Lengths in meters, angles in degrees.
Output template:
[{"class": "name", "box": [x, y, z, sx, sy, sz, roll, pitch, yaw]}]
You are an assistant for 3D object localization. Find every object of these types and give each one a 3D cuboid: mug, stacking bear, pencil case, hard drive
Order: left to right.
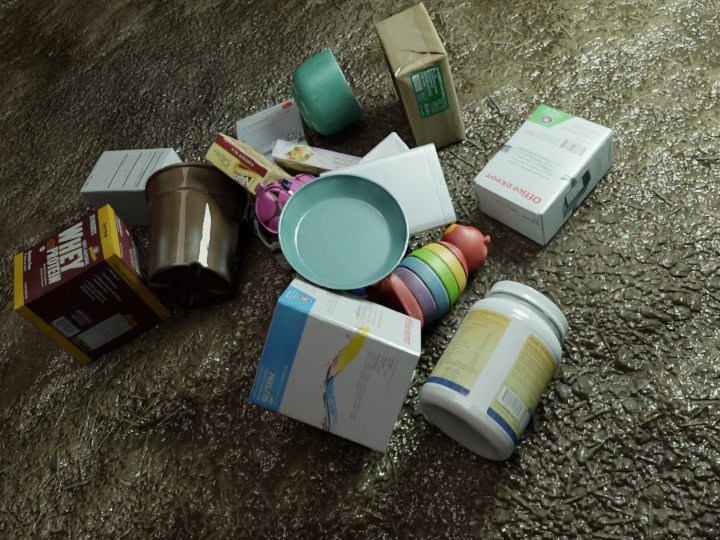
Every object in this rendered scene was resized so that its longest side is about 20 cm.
[{"class": "pencil case", "box": [-0.122, -0.127, 1.147, 0.093, 0.200, 0.092, 38, 106, 2]}, {"class": "mug", "box": [-0.072, -0.358, 1.337, 0.112, 0.185, 0.155, -29, 72, 6]}, {"class": "hard drive", "box": [0.043, -0.115, 1.026, 0.194, 0.027, 0.136, -16, 82, -7]}, {"class": "stacking bear", "box": [0.121, 0.002, 1.010, 0.198, 0.121, 0.115, -38, 91, -20]}]

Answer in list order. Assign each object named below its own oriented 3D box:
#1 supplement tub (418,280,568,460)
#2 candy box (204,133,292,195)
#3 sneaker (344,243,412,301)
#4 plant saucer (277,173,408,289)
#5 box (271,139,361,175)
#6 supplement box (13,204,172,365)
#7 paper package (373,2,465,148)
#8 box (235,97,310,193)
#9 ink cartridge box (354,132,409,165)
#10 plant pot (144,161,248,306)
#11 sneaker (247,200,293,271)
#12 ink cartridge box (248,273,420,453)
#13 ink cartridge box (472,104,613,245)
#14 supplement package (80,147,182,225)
[{"class": "supplement tub", "box": [0.183, 0.132, 0.863, 0.142, 0.146, 0.202, 23, 66, 34]}, {"class": "candy box", "box": [-0.202, -0.191, 1.202, 0.114, 0.200, 0.056, 37, 98, 4]}, {"class": "sneaker", "box": [-0.001, 0.000, 1.053, 0.198, 0.116, 0.081, -39, 52, -8]}, {"class": "plant saucer", "box": [-0.025, -0.054, 0.953, 0.193, 0.036, 0.205, 2, 60, -3]}, {"class": "box", "box": [-0.080, -0.214, 1.261, 0.194, 0.042, 0.040, 16, 76, 16]}, {"class": "supplement box", "box": [-0.489, 0.030, 1.179, 0.196, 0.199, 0.134, -28, 50, -1]}, {"class": "paper package", "box": [0.116, -0.361, 1.215, 0.101, 0.202, 0.194, -20, 51, 6]}, {"class": "box", "box": [-0.188, -0.274, 1.380, 0.152, 0.042, 0.204, -21, 52, 6]}, {"class": "ink cartridge box", "box": [0.004, -0.124, 1.112, 0.199, 0.147, 0.086, -43, 83, -10]}, {"class": "plant pot", "box": [-0.307, -0.056, 1.184, 0.194, 0.201, 0.204, -13, 59, 13]}, {"class": "sneaker", "box": [-0.167, -0.090, 1.207, 0.075, 0.088, 0.200, -38, 49, -7]}, {"class": "ink cartridge box", "box": [-0.029, 0.121, 0.879, 0.195, 0.147, 0.150, 20, 103, 1]}, {"class": "ink cartridge box", "box": [0.304, -0.163, 1.066, 0.200, 0.085, 0.145, -46, 52, -14]}, {"class": "supplement package", "box": [-0.475, -0.178, 1.377, 0.194, 0.118, 0.120, 2, 56, 23]}]
